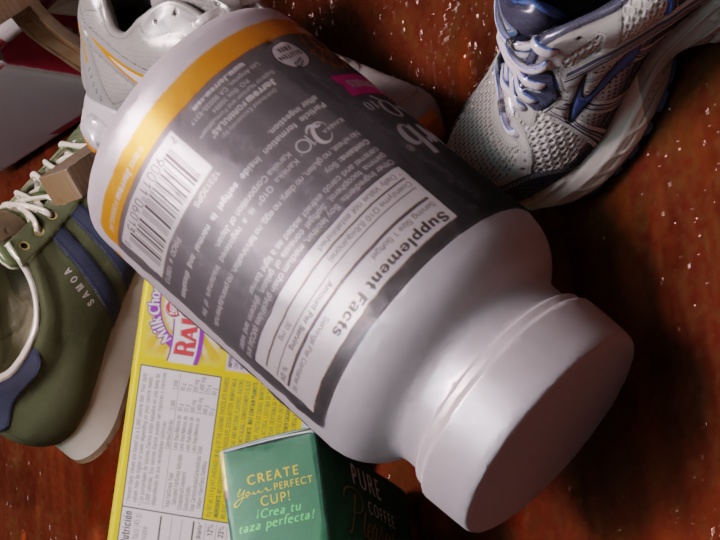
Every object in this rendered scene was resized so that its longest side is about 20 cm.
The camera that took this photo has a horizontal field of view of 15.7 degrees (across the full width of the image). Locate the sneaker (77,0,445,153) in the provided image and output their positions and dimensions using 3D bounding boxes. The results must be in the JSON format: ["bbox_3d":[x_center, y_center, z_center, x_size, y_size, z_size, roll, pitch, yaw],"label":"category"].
[{"bbox_3d":[-0.053,-0.087,1.111,0.199,0.076,0.092,12,124,37],"label":"sneaker"}]

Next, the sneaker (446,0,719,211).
[{"bbox_3d":[0.078,-0.094,0.965,0.200,0.085,0.077,-48,49,42],"label":"sneaker"}]

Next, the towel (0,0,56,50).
[{"bbox_3d":[-0.162,-0.186,1.238,0.200,0.023,0.145,-30,64,51],"label":"towel"}]

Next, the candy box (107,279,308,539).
[{"bbox_3d":[-0.051,0.070,1.124,0.026,0.102,0.201,-24,-57,-83],"label":"candy box"}]

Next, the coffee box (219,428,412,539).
[{"bbox_3d":[-0.004,0.172,1.018,0.044,0.123,0.201,-14,71,16],"label":"coffee box"}]

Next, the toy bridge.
[{"bbox_3d":[-0.118,-0.054,1.210,0.027,0.067,0.201,-12,111,52],"label":"toy bridge"}]

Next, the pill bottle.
[{"bbox_3d":[0.000,0.000,0.991,0.200,0.116,0.117,40,122,20],"label":"pill bottle"}]

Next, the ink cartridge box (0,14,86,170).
[{"bbox_3d":[-0.194,-0.172,1.368,0.145,0.083,0.201,-25,64,50],"label":"ink cartridge box"}]

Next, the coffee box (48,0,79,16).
[{"bbox_3d":[-0.094,-0.227,1.234,0.113,0.080,0.201,-14,74,55],"label":"coffee box"}]

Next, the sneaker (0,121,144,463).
[{"bbox_3d":[-0.145,-0.015,1.244,0.067,0.090,0.201,-4,72,55],"label":"sneaker"}]
